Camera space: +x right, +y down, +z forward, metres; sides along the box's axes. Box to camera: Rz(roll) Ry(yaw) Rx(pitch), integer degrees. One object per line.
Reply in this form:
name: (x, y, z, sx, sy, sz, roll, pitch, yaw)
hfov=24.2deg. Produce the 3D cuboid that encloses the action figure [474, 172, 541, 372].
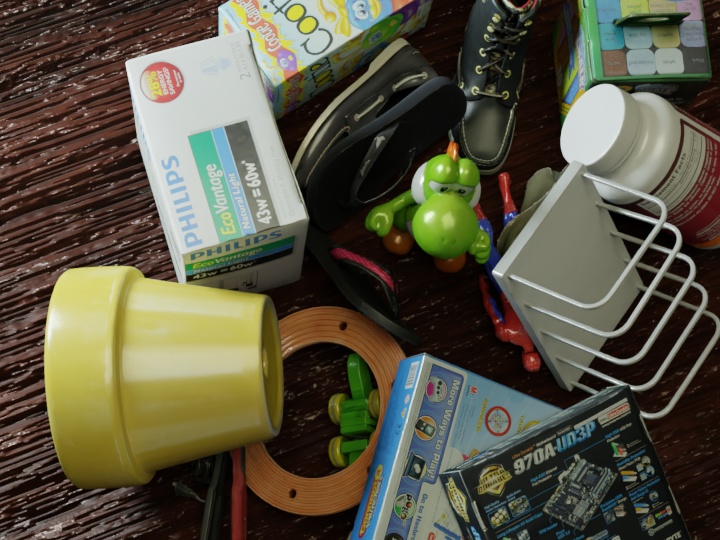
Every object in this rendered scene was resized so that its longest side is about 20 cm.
action figure: (0.150, 0.006, 1.680, 0.065, 0.052, 0.202, -11, 69, -3)

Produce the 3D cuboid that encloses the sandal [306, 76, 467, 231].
sandal: (0.025, -0.115, 1.668, 0.200, 0.076, 0.043, -42, 46, 3)

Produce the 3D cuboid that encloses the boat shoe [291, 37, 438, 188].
boat shoe: (0.004, -0.150, 1.701, 0.063, 0.073, 0.200, 38, 70, 9)

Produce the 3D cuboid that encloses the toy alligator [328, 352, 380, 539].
toy alligator: (0.007, 0.181, 1.616, 0.059, 0.054, 0.202, -12, 71, 31)

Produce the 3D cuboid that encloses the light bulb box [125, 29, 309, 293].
light bulb box: (-0.137, -0.091, 1.603, 0.123, 0.200, 0.200, -16, 76, -9)

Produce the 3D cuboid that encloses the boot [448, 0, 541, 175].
boot: (0.135, -0.214, 1.687, 0.073, 0.154, 0.206, 9, 73, -2)

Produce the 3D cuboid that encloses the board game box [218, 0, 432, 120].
board game box: (-0.036, -0.257, 1.710, 0.199, 0.105, 0.103, -33, 80, -13)

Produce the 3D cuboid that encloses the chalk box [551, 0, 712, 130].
chalk box: (0.273, -0.227, 1.680, 0.123, 0.200, 0.126, -2, 74, -6)

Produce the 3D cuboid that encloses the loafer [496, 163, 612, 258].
loafer: (0.185, -0.056, 1.665, 0.069, 0.076, 0.199, 34, 36, 20)

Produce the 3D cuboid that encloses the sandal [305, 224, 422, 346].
sandal: (0.000, 0.000, 1.618, 0.045, 0.075, 0.200, -48, 49, 8)

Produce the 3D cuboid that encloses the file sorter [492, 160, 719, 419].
file sorter: (0.241, 0.024, 1.588, 0.124, 0.200, 0.139, 23, 68, 41)

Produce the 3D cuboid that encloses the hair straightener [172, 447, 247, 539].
hair straightener: (-0.145, 0.193, 1.594, 0.076, 0.041, 0.202, -5, 72, 12)

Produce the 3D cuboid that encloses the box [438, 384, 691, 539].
box: (0.188, 0.215, 1.516, 0.199, 0.046, 0.160, -24, 92, -25)

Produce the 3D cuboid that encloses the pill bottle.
pill bottle: (0.294, -0.105, 1.649, 0.199, 0.112, 0.114, 24, 69, -34)

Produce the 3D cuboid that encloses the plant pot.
plant pot: (-0.171, 0.092, 1.531, 0.186, 0.201, 0.203, -5, 74, 5)

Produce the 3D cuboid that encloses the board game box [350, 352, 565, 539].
board game box: (0.105, 0.205, 1.538, 0.194, 0.056, 0.202, 23, 73, -19)

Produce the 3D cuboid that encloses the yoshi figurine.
yoshi figurine: (0.071, -0.042, 1.608, 0.112, 0.200, 0.113, -28, 79, -13)

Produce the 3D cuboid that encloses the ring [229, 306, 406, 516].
ring: (-0.038, 0.134, 1.604, 0.198, 0.019, 0.203, -7, 71, 22)
